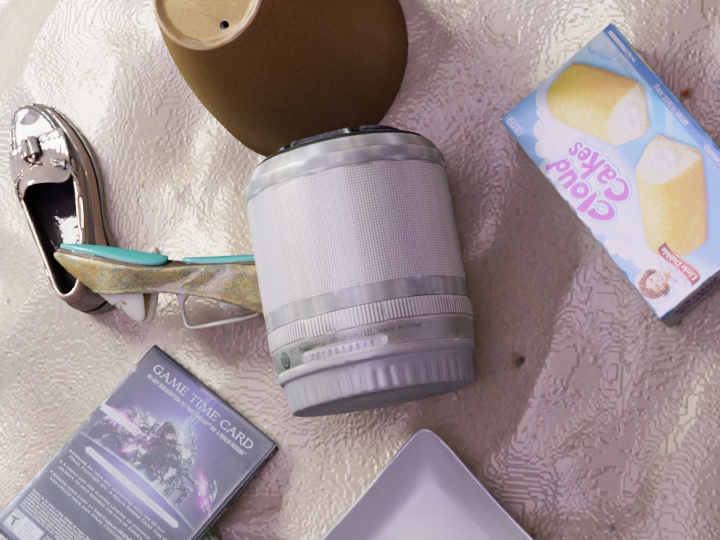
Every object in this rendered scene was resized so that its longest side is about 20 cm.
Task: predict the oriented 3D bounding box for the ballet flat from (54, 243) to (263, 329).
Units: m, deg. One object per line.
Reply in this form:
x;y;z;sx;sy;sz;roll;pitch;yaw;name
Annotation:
-0.155;0.015;1.286;0.198;0.071;0.071;3;84;0;ballet flat

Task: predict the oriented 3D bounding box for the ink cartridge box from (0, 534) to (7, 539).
-0.265;0.332;1.279;0.199;0.083;0.148;30;108;21;ink cartridge box

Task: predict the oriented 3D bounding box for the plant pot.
-0.080;-0.194;1.232;0.185;0.200;0.188;-2;84;19;plant pot

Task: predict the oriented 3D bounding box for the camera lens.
0.000;0.000;1.200;0.159;0.160;0.202;-13;79;17;camera lens

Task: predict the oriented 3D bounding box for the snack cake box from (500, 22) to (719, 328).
0.213;-0.071;1.184;0.115;0.067;0.201;-40;72;10;snack cake box

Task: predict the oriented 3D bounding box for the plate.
0.057;0.259;1.213;0.200;0.032;0.200;45;103;19;plate

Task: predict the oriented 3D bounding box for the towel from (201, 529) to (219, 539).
-0.160;0.279;1.299;0.200;0.031;0.149;44;101;16;towel

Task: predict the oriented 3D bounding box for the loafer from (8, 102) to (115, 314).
-0.262;-0.059;1.351;0.071;0.063;0.201;-26;76;15;loafer

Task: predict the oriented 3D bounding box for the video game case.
-0.184;0.177;1.282;0.142;0.019;0.200;36;73;19;video game case
